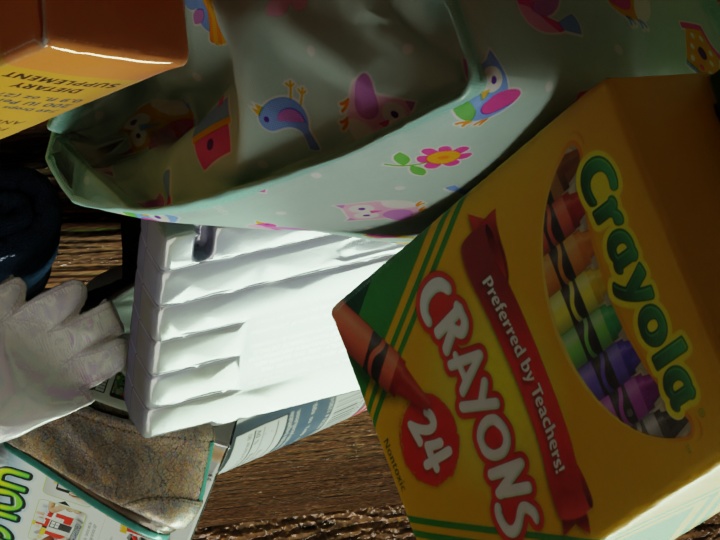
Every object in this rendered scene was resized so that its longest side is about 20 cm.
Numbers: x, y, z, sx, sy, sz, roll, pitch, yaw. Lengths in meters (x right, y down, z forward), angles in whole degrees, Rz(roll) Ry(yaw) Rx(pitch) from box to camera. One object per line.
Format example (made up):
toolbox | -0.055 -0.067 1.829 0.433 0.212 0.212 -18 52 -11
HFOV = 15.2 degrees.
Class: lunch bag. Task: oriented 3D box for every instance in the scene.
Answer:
lunch bag | 0.008 -0.070 0.952 0.199 0.123 0.170 -25 163 40

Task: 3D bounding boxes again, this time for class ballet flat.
ballet flat | -0.151 0.046 1.187 0.199 0.068 0.068 27 -175 3

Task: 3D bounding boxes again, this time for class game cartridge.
game cartridge | 0.000 0.000 1.127 0.199 0.039 0.130 -13 144 -22

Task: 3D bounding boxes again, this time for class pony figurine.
pony figurine | -0.210 0.008 1.090 0.193 0.167 0.200 -35 -149 -27

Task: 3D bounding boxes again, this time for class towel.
towel | -0.202 -0.002 1.306 0.111 0.049 0.200 -9 170 -11

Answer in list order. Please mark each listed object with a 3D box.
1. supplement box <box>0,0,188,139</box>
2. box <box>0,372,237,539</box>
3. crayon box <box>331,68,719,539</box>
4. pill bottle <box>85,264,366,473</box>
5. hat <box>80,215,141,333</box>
supplement box | -0.149 -0.075 0.923 0.199 0.069 0.066 -16 167 43
box | -0.132 0.110 1.307 0.109 0.035 0.200 19 139 -4
crayon box | 0.079 0.023 0.879 0.051 0.128 0.200 -6 156 -39
pill bottle | -0.085 0.046 1.409 0.199 0.120 0.119 -21 179 -38
hat | -0.058 -0.030 1.247 0.199 0.081 0.201 -13 175 -1
